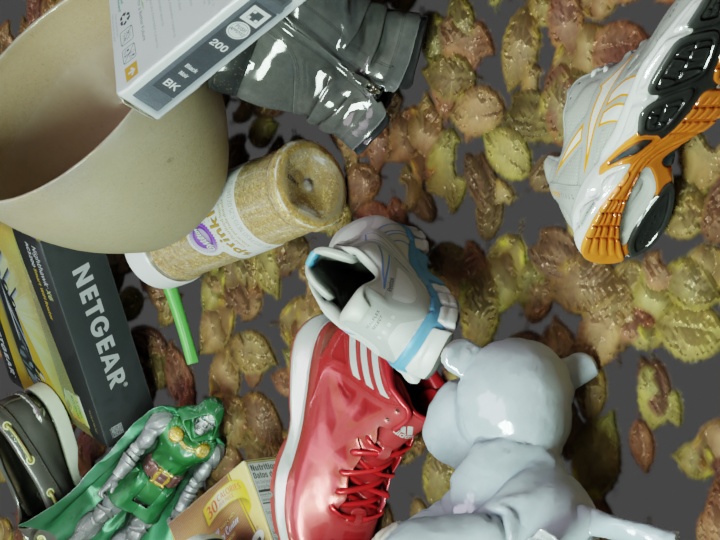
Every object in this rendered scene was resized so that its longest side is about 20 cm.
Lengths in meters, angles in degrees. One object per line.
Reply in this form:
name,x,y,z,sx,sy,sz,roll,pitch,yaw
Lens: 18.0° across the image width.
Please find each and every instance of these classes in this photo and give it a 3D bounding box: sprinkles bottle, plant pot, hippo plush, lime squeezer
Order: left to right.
plant pot,-0.170,-0.090,1.600,0.200,0.134,0.201,-26,41,25
lime squeezer,-0.172,-0.018,1.783,0.200,0.038,0.071,55,131,32
sprinkles bottle,-0.095,-0.040,1.663,0.200,0.068,0.068,-20,76,49
hippo plush,0.073,0.123,1.393,0.200,0.159,0.161,125,142,-60

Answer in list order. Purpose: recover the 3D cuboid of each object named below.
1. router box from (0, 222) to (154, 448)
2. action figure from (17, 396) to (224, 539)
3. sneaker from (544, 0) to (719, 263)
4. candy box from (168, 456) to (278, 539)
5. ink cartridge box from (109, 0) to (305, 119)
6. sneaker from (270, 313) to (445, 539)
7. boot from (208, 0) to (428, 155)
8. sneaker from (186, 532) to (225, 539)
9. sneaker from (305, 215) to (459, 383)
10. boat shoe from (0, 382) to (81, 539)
router box,-0.246,0.024,1.799,0.157,0.052,0.200,26,139,47
action figure,-0.165,0.167,1.745,0.200,0.118,0.055,-51,21,25
sneaker,0.162,-0.106,1.346,0.092,0.076,0.200,55,130,39
candy box,-0.063,0.249,1.646,0.115,0.055,0.200,-41,62,43
ink cartridge box,-0.087,-0.229,1.467,0.200,0.043,0.198,-35,46,31
sneaker,0.002,0.130,1.547,0.115,0.078,0.201,-1,92,52
boot,-0.012,-0.189,1.526,0.070,0.131,0.200,-73,3,-71
sneaker,-0.108,0.290,1.609,0.080,0.076,0.201,24,113,38
sneaker,0.000,0.000,1.493,0.075,0.087,0.200,-59,21,8
boat shoe,-0.252,0.194,1.834,0.072,0.060,0.202,-1,110,57
